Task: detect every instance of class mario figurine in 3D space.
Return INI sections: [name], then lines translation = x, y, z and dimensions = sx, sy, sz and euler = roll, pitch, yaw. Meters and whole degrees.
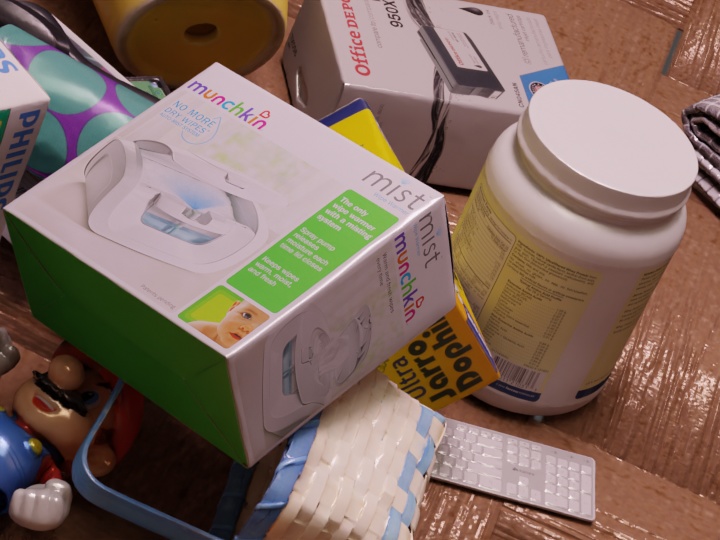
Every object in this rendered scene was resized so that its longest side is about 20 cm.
[mario figurine]
translation = -0.208, 0.092, 1.509
dimensions = 0.200, 0.106, 0.124
euler = -33, 95, -41

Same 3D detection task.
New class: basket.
[basket]
translation = -0.061, 0.112, 1.528
dimensions = 0.200, 0.139, 0.176
euler = 33, 43, -10

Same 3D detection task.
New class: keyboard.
[keyboard]
translation = 0.063, 0.121, 1.704
dimensions = 0.200, 0.011, 0.056
euler = 16, 37, -10

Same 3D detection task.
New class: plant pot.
[plant pot]
translation = -0.133, -0.247, 1.921
dimensions = 0.201, 0.201, 0.189
euler = 4, 57, -24

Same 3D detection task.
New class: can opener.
[can opener]
translation = -0.188, -0.118, 1.731
dimensions = 0.200, 0.063, 0.079
euler = 36, 11, 3

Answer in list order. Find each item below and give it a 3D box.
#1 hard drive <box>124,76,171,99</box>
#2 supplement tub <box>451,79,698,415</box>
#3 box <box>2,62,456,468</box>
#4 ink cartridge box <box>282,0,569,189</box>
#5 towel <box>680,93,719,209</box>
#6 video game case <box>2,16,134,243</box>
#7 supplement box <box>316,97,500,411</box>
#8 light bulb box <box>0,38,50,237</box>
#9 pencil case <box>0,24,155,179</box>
[hard drive]
translation = -0.166, -0.059, 1.781
dimensions = 0.140, 0.038, 0.200
euler = -5, 46, -33
[supplement tub]
translation = 0.136, -0.015, 1.753
dimensions = 0.145, 0.200, 0.145
euler = 15, 37, -12
[box]
translation = -0.074, -0.007, 1.502
dimensions = 0.176, 0.097, 0.200
euler = -37, 50, -27
[ink cartridge box]
translation = 0.054, -0.140, 1.960
dimensions = 0.200, 0.084, 0.145
euler = 7, 39, -20
[towel]
translation = 0.369, -0.075, 2.051
dimensions = 0.166, 0.086, 0.200
euler = -20, 54, -42
[video game case]
translation = -0.217, -0.094, 1.749
dimensions = 0.200, 0.023, 0.182
euler = 41, 40, 24
[supplement box]
translation = 0.000, 0.000, 1.691
dimensions = 0.109, 0.109, 0.200
euler = -28, 40, 6
[light bulb box]
translation = -0.322, -0.054, 1.556
dimensions = 0.200, 0.198, 0.125
euler = -17, 54, -39
[pencil case]
translation = -0.168, -0.076, 1.659
dimensions = 0.200, 0.092, 0.085
euler = 28, 1, 3
